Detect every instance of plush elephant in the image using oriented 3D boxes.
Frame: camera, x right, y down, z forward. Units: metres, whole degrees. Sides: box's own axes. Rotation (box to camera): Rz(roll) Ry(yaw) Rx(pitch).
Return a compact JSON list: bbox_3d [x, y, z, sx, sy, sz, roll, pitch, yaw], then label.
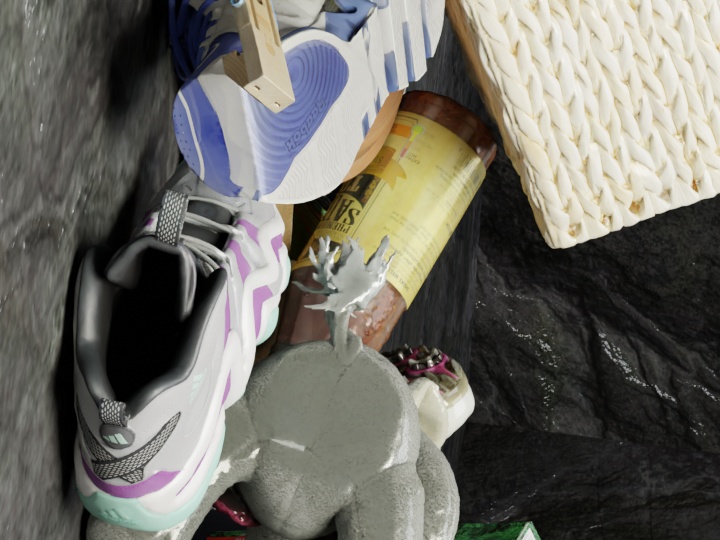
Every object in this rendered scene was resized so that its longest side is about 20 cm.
[{"bbox_3d":[-0.032,0.092,1.372,0.155,0.164,0.200,108,-1,-72],"label":"plush elephant"}]

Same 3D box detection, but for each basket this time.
[{"bbox_3d":[0.124,-0.151,1.453,0.198,0.161,0.200,-111,178,-54],"label":"basket"}]

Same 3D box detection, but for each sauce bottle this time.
[{"bbox_3d":[0.000,0.000,1.493,0.200,0.066,0.066,-59,165,-21],"label":"sauce bottle"}]

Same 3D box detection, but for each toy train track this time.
[{"bbox_3d":[-0.064,-0.143,1.206,0.115,0.033,0.200,37,30,-47],"label":"toy train track"}]

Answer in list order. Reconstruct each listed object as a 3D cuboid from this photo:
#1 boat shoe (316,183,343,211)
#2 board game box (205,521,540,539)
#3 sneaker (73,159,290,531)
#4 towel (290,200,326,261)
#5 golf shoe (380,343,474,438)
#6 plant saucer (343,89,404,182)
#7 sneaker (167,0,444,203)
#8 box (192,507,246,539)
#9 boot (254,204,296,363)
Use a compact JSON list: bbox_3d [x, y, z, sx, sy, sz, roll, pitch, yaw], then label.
[{"bbox_3d":[-0.027,-0.110,1.528,0.068,0.072,0.200,-80,156,-65],"label":"boat shoe"},{"bbox_3d":[-0.017,0.165,1.399,0.105,0.200,0.023,-52,125,-45],"label":"board game box"},{"bbox_3d":[-0.077,-0.001,1.239,0.140,0.078,0.200,90,8,-54],"label":"sneaker"},{"bbox_3d":[-0.043,-0.014,1.676,0.086,0.018,0.200,-129,-145,-50],"label":"towel"},{"bbox_3d":[0.002,0.100,1.570,0.073,0.200,0.092,-42,102,-39],"label":"golf shoe"},{"bbox_3d":[-0.023,-0.142,1.434,0.200,0.032,0.201,12,76,-59],"label":"plant saucer"},{"bbox_3d":[-0.049,-0.094,1.288,0.199,0.115,0.081,-46,136,-54],"label":"sneaker"},{"bbox_3d":[-0.056,0.263,1.529,0.200,0.123,0.199,-77,172,-54],"label":"box"},{"bbox_3d":[-0.052,-0.026,1.532,0.175,0.066,0.200,-75,169,-58],"label":"boot"}]
